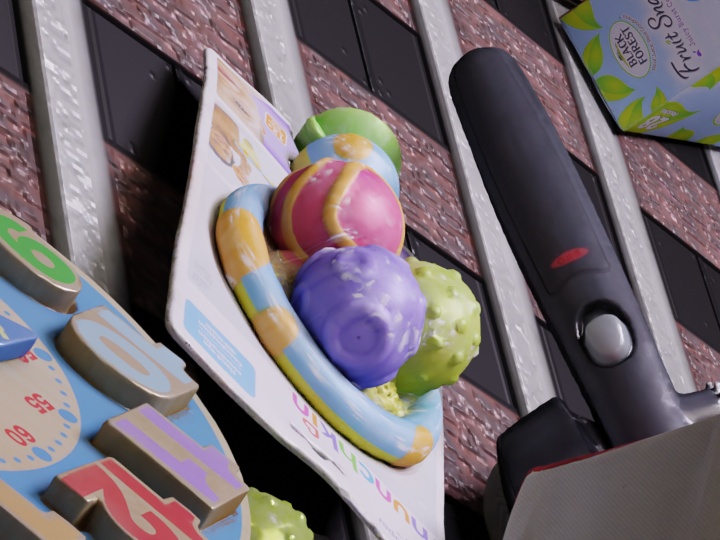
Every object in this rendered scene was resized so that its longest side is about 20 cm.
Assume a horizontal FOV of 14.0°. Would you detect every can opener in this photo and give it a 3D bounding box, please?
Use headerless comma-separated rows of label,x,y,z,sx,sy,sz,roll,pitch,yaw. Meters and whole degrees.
can opener,0.068,0.011,0.922,0.063,0.078,0.201,83,-9,-61

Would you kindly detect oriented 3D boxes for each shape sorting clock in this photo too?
shape sorting clock,-0.108,0.010,0.651,0.200,0.039,0.200,35,18,-13

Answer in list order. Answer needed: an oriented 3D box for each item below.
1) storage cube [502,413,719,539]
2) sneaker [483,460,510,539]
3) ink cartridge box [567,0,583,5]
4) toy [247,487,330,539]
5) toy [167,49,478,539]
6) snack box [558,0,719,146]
storage cube,0.138,0.147,0.776,0.180,0.171,0.201,38,52,-26
sneaker,0.129,0.133,0.975,0.201,0.074,0.115,60,26,10
ink cartridge box,0.052,-0.190,1.262,0.200,0.050,0.109,20,43,-54
toy,-0.032,0.092,0.743,0.200,0.047,0.116,23,42,-52
toy,0.000,0.000,0.871,0.115,0.047,0.200,45,15,-19
snack box,0.212,-0.135,1.316,0.168,0.200,0.068,2,58,-61
